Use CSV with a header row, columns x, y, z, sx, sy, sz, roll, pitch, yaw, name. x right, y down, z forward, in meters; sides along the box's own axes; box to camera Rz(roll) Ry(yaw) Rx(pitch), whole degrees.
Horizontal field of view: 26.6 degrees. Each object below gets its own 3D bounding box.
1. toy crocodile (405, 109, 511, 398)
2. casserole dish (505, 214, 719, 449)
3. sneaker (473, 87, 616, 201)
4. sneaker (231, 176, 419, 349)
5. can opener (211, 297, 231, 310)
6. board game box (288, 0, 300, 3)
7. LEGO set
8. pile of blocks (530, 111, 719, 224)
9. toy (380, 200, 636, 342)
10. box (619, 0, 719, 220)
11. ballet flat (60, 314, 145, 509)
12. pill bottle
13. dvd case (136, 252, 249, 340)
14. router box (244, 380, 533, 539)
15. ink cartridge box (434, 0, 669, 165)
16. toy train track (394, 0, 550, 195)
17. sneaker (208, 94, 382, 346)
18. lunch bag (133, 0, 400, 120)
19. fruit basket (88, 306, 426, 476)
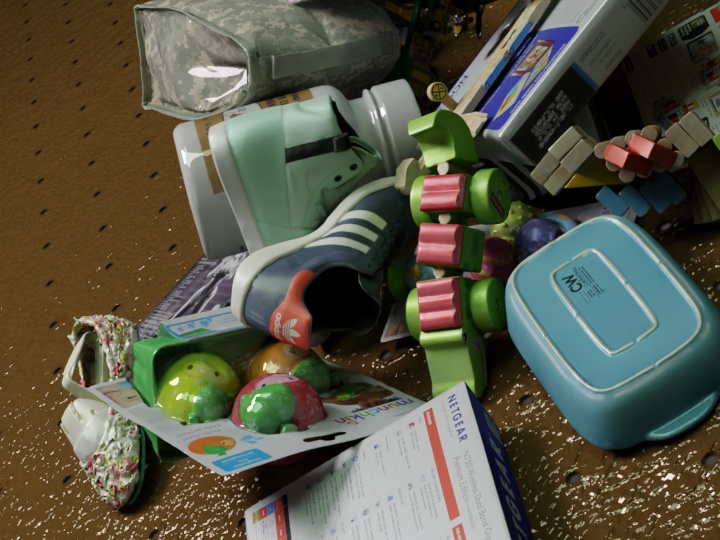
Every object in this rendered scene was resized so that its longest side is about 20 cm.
x,y,z,sx,sy,sz,roll,pitch,yaw,name
0.063,-0.010,1.063,0.067,0.061,0.203,-2,84,31,toy crocodile
0.161,0.030,0.981,0.120,0.039,0.201,-32,37,1,casserole dish
0.135,-0.130,1.227,0.114,0.076,0.202,-26,33,16,sneaker
0.000,0.000,1.117,0.084,0.076,0.199,30,47,31,sneaker
-0.086,0.034,1.253,0.200,0.064,0.078,-50,31,-20,can opener
0.067,-0.277,1.283,0.199,0.044,0.198,-26,17,-38,board game box
0.045,-0.207,1.443,0.199,0.115,0.156,-7,70,49,LEGO set
0.211,-0.068,1.016,0.197,0.083,0.062,-9,3,16,pile of blocks
0.102,-0.013,1.127,0.198,0.047,0.116,-14,38,37,toy
0.261,-0.126,1.124,0.109,0.035,0.201,-28,30,17,box
-0.218,0.113,1.260,0.076,0.063,0.201,-53,30,28,ballet flat
-0.046,-0.089,1.252,0.197,0.116,0.115,-16,29,-5,pill bottle
-0.138,0.029,1.353,0.200,0.016,0.148,-50,24,-19,dvd case
0.018,0.184,0.938,0.178,0.049,0.201,-31,30,12,router box
0.147,-0.170,1.150,0.198,0.047,0.200,-52,13,-2,ink cartridge box
0.082,-0.146,1.141,0.201,0.032,0.115,-54,15,-10,toy train track
-0.028,-0.037,1.170,0.117,0.202,0.074,-18,28,6,sneaker
-0.081,-0.187,1.345,0.162,0.119,0.199,-15,20,-34,lunch bag
-0.070,0.086,1.077,0.183,0.095,0.199,-12,13,-34,fruit basket
